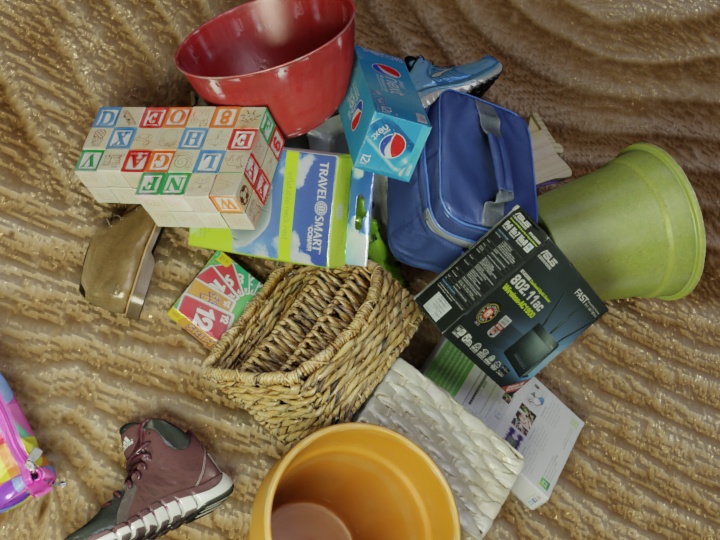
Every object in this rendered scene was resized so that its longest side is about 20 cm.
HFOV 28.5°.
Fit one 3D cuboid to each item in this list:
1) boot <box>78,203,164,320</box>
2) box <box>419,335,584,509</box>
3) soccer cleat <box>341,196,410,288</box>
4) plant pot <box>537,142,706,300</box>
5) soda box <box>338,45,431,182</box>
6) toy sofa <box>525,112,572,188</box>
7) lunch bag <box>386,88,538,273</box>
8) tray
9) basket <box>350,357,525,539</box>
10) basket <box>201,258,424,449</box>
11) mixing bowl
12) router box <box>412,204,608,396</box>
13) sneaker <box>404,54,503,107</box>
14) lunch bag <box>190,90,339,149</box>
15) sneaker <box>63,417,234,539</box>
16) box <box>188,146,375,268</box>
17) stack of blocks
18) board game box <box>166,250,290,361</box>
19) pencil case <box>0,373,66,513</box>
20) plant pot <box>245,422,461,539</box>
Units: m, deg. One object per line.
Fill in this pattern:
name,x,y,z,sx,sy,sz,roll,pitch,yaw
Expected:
boot,-0.246,-0.048,1.517,0.075,0.074,0.200,16,61,-6
box,0.157,0.159,1.628,0.200,0.036,0.144,44,41,-4
soccer cleat,0.000,0.000,1.596,0.068,0.081,0.200,-67,143,-48
plant pot,0.285,-0.038,1.729,0.184,0.200,0.201,-16,75,-20
soda box,0.021,-0.171,1.516,0.064,0.068,0.200,15,25,-14
toy sofa,0.156,-0.113,1.744,0.200,0.083,0.098,-23,76,-34
lunch bag,0.115,-0.092,1.570,0.136,0.132,0.200,13,56,-25
tray,0.004,-0.085,1.627,0.107,0.022,0.200,-27,114,-35
basket,0.060,0.205,1.519,0.200,0.123,0.136,39,55,-6
basket,-0.044,0.067,1.487,0.149,0.143,0.200,43,54,-6
mixing bowl,-0.088,-0.211,1.529,0.200,0.200,0.108,-45,131,-35
router box,0.166,0.037,1.529,0.062,0.150,0.200,51,6,37
sneaker,0.095,-0.241,1.779,0.200,0.078,0.090,-24,76,-34
lunch bag,-0.100,-0.172,1.643,0.200,0.077,0.161,19,63,-18
sneaker,-0.230,0.212,1.403,0.200,0.076,0.116,-18,71,-44
box,-0.086,-0.072,1.516,0.048,0.200,0.122,-12,108,-63
stack of blocks,-0.192,-0.108,1.474,0.200,0.059,0.115,3,58,22
board game box,-0.106,0.074,1.555,0.200,0.030,0.096,41,55,-8
pencil case,-0.361,0.139,1.356,0.088,0.088,0.200,-25,79,-34
plant pot,-0.030,0.269,1.400,0.200,0.183,0.200,9,67,-21
